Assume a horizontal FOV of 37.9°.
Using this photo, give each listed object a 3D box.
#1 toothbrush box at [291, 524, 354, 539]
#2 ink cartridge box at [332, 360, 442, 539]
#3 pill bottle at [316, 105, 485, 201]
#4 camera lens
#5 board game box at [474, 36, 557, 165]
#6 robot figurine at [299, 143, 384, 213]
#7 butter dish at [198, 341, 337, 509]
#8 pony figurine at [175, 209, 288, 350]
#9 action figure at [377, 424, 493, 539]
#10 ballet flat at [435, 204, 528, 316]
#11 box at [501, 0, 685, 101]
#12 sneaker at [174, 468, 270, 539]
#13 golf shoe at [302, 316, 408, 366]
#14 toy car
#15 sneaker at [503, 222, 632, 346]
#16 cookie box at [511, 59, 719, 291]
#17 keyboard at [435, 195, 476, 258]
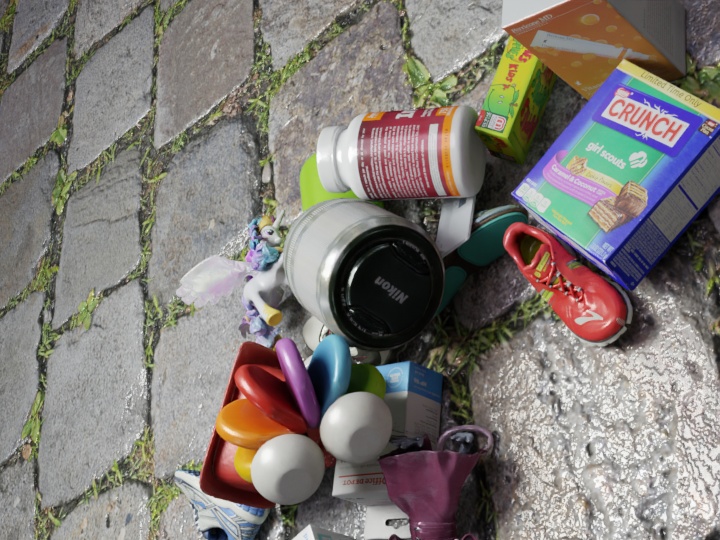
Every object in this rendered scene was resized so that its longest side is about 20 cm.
[{"bbox_3d":[-0.079,0.435,1.289,0.200,0.085,0.147,-42,45,22],"label":"toothbrush box"},{"bbox_3d":[0.032,0.223,1.291,0.115,0.068,0.202,-15,60,42],"label":"ink cartridge box"},{"bbox_3d":[0.050,-0.145,1.324,0.198,0.113,0.114,-1,68,22],"label":"pill bottle"},{"bbox_3d":[0.000,0.000,1.284,0.161,0.159,0.200,-62,25,2],"label":"camera lens"},{"bbox_3d":[0.209,-0.246,1.313,0.047,0.102,0.202,19,84,22],"label":"board game box"},{"bbox_3d":[-0.025,-0.092,1.477,0.176,0.114,0.202,117,152,-49],"label":"robot figurine"},{"bbox_3d":[-0.089,0.216,1.354,0.147,0.199,0.202,10,77,31],"label":"butter dish"},{"bbox_3d":[-0.144,0.026,1.511,0.193,0.166,0.200,-49,42,12],"label":"pony figurine"},{"bbox_3d":[0.077,0.285,1.191,0.133,0.149,0.202,-1,96,25],"label":"action figure"},{"bbox_3d":[0.126,-0.025,1.322,0.200,0.074,0.075,-44,44,20],"label":"ballet flat"},{"bbox_3d":[0.270,-0.289,1.200,0.124,0.199,0.098,-14,60,42],"label":"box"},{"bbox_3d":[-0.212,0.339,1.491,0.199,0.077,0.086,12,84,50],"label":"sneaker"},{"bbox_3d":[-0.024,0.082,1.412,0.199,0.088,0.078,6,76,50],"label":"golf shoe"},{"bbox_3d":[-0.071,0.149,1.190,0.199,0.151,0.175,-30,26,-5],"label":"toy car"},{"bbox_3d":[0.223,0.013,1.182,0.077,0.085,0.200,-54,41,12],"label":"sneaker"},{"bbox_3d":[0.294,-0.108,1.155,0.200,0.075,0.171,-50,43,4],"label":"cookie box"},{"bbox_3d":[0.125,-0.083,1.332,0.056,0.011,0.201,-31,25,29],"label":"keyboard"}]
